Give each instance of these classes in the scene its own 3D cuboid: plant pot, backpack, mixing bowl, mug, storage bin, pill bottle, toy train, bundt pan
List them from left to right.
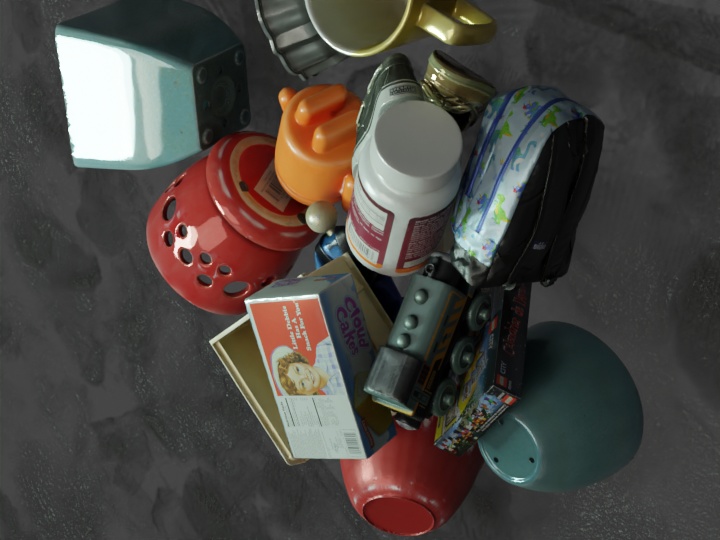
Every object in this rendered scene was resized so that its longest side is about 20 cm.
[{"bbox_3d":[-0.257,-0.246,1.847,0.198,0.196,0.199,12,120,30],"label":"plant pot"},{"bbox_3d":[-0.159,-0.072,1.827,0.201,0.199,0.183,53,132,10],"label":"plant pot"},{"bbox_3d":[-0.053,-0.326,1.595,0.075,0.202,0.205,-11,105,23],"label":"bundt pan"},{"bbox_3d":[-0.050,0.115,1.693,0.199,0.093,0.200,-34,88,42],"label":"storage bin"},{"bbox_3d":[0.048,-0.296,1.510,0.149,0.152,0.189,-33,78,36],"label":"mug"},{"bbox_3d":[0.048,-0.089,1.508,0.114,0.114,0.201,47,156,16],"label":"pill bottle"},{"bbox_3d":[0.057,0.268,1.781,0.197,0.109,0.202,8,141,6],"label":"mixing bowl"},{"bbox_3d":[0.077,0.077,1.554,0.084,0.114,0.202,19,82,33],"label":"toy train"},{"bbox_3d":[0.183,-0.097,1.499,0.154,0.161,0.201,53,134,31],"label":"backpack"},{"bbox_3d":[0.212,0.179,1.626,0.198,0.134,0.203,23,125,36],"label":"plant pot"}]

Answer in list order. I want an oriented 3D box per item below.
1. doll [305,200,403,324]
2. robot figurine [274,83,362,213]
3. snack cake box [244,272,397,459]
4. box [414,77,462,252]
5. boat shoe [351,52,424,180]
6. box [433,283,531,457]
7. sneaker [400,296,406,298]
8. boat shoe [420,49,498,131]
[{"bbox_3d":[0.000,0.000,1.695,0.136,0.048,0.201,-35,88,41],"label":"doll"},{"bbox_3d":[-0.048,-0.153,1.708,0.142,0.118,0.200,22,157,0],"label":"robot figurine"},{"bbox_3d":[-0.044,0.111,1.581,0.114,0.067,0.203,-4,108,40],"label":"snack cake box"},{"bbox_3d":[0.064,-0.119,1.660,0.094,0.077,0.203,23,126,36],"label":"box"},{"bbox_3d":[0.031,-0.166,1.554,0.201,0.070,0.065,114,149,-60],"label":"boat shoe"},{"bbox_3d":[0.144,0.098,1.613,0.037,0.202,0.137,25,137,-14],"label":"box"},{"bbox_3d":[0.039,0.073,1.791,0.096,0.079,0.201,45,136,21],"label":"sneaker"},{"bbox_3d":[0.102,-0.188,1.498,0.073,0.201,0.064,34,97,8],"label":"boat shoe"}]
